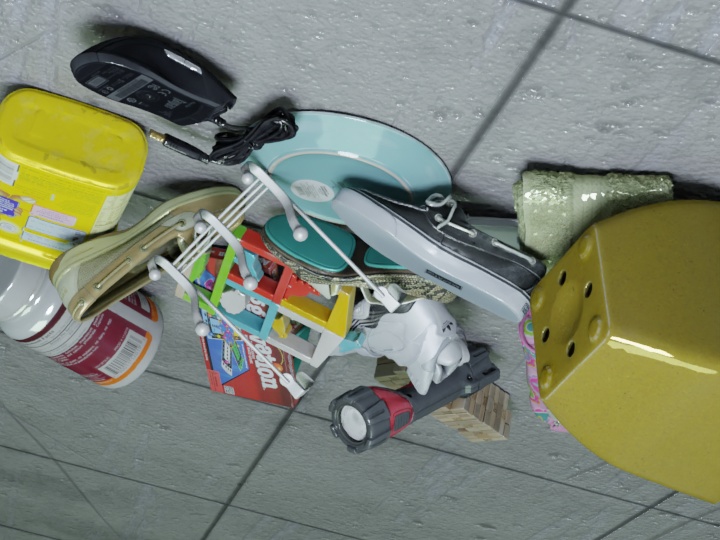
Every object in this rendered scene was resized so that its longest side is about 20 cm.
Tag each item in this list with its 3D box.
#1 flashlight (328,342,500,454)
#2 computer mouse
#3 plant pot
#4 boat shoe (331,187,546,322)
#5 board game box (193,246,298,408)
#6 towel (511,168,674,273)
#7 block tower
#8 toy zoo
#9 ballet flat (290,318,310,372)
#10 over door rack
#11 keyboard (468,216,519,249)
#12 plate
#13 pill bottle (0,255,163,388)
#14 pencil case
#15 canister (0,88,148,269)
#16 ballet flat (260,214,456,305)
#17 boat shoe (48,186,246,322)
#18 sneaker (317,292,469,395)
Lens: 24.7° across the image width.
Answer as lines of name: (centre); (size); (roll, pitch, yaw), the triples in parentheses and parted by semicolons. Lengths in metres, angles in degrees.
flashlight: (0.056, 0.129, 1.741); (0.200, 0.068, 0.068); (-25, 175, -43)
computer mouse: (-0.162, -0.149, 1.403); (0.200, 0.046, 0.140); (19, 159, -26)
plant pot: (0.258, 0.056, 1.387); (0.200, 0.194, 0.196); (14, 142, -21)
boat shoe: (0.072, -0.031, 1.460); (0.199, 0.068, 0.074); (28, 166, 5)
board game box: (-0.126, 0.061, 1.748); (0.103, 0.019, 0.200); (9, 132, 20)
towel: (0.212, -0.023, 1.473); (0.148, 0.037, 0.200); (2, 148, 9)
block tower: (0.094, 0.133, 1.864); (0.058, 0.054, 0.200); (-10, 147, 38)
toy zoo: (-0.085, 0.026, 1.661); (0.200, 0.020, 0.131); (26, 139, 3)
ballet flat: (-0.095, 0.080, 1.844); (0.064, 0.076, 0.200); (41, 153, 11)
over door rack: (-0.076, 0.017, 1.497); (0.200, 0.067, 0.148); (41, 113, -15)
keyboard: (0.156, -0.033, 1.525); (0.200, 0.011, 0.056); (4, 160, 9)
plate: (-0.017, -0.082, 1.492); (0.200, 0.026, 0.200); (9, 156, 4)
pill bottle: (-0.322, 0.041, 1.787); (0.114, 0.114, 0.200); (-11, 147, 40)
pencil case: (0.211, 0.098, 1.703); (0.087, 0.088, 0.200); (6, 154, 12)
canister: (-0.288, -0.081, 1.548); (0.148, 0.087, 0.200); (18, 153, -13)
ballet flat: (0.000, 0.000, 1.567); (0.200, 0.068, 0.075); (10, 134, 15)
boat shoe: (-0.192, -0.015, 1.553); (0.200, 0.063, 0.073); (-24, 153, -20)
sneaker: (0.035, 0.076, 1.690); (0.115, 0.075, 0.200); (54, 144, 1)
